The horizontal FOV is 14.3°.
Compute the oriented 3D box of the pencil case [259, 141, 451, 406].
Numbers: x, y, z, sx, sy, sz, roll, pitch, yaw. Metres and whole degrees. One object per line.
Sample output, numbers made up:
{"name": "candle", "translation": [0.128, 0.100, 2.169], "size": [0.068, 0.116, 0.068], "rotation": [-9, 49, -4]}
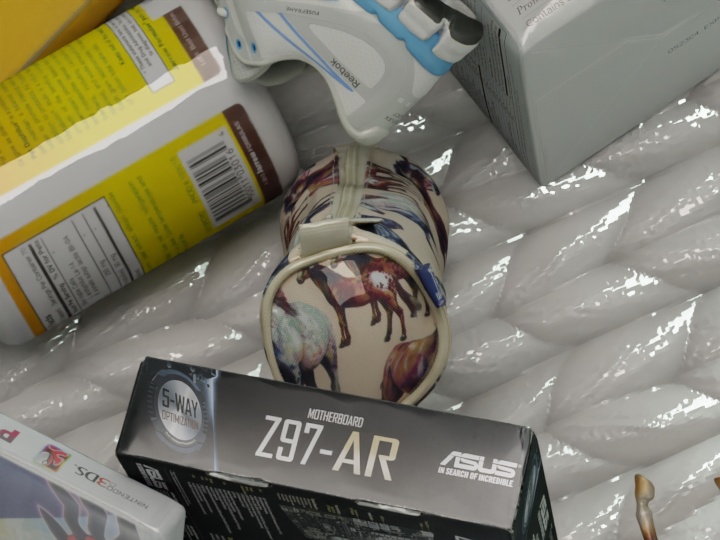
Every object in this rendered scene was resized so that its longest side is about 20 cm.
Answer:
{"name": "pencil case", "translation": [0.000, 0.000, 1.230], "size": [0.078, 0.200, 0.090], "rotation": [1, 104, 1]}

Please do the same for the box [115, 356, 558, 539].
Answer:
{"name": "box", "translation": [-0.002, 0.104, 1.178], "size": [0.160, 0.200, 0.044], "rotation": [9, 69, 12]}

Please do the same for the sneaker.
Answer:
{"name": "sneaker", "translation": [-0.045, -0.130, 1.250], "size": [0.200, 0.075, 0.087], "rotation": [43, 108, 23]}

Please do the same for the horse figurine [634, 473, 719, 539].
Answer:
{"name": "horse figurine", "translation": [0.192, 0.152, 1.209], "size": [0.200, 0.050, 0.133], "rotation": [-1, 78, 1]}

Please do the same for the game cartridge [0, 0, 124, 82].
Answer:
{"name": "game cartridge", "translation": [-0.165, -0.181, 1.373], "size": [0.200, 0.032, 0.176], "rotation": [-42, 61, 13]}

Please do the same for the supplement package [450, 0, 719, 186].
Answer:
{"name": "supplement package", "translation": [0.099, -0.189, 1.322], "size": [0.191, 0.147, 0.200], "rotation": [-34, 67, -7]}

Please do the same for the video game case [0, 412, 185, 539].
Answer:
{"name": "video game case", "translation": [-0.159, 0.131, 1.195], "size": [0.182, 0.200, 0.023], "rotation": [25, 45, 17]}

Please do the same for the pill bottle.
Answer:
{"name": "pill bottle", "translation": [-0.136, -0.039, 1.309], "size": [0.200, 0.109, 0.109], "rotation": [-30, 66, -6]}
